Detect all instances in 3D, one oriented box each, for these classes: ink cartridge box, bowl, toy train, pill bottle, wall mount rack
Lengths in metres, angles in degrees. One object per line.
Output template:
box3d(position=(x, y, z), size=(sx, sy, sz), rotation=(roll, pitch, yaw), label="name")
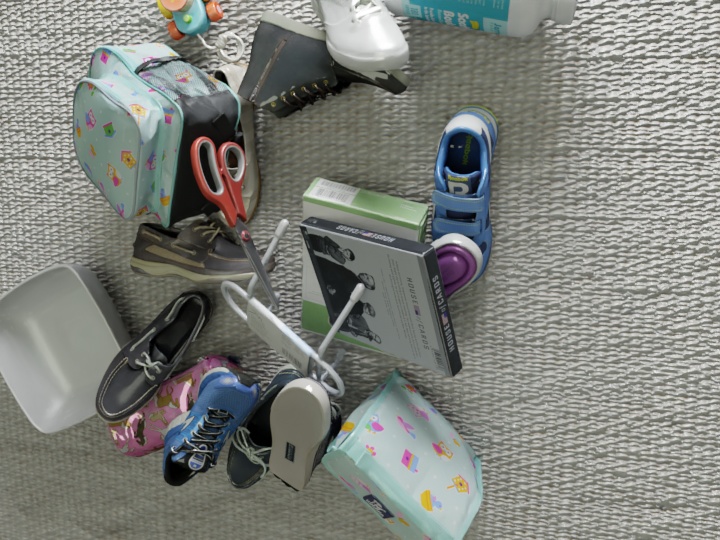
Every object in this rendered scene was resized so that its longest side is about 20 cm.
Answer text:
box3d(position=(0.000, 0.000, 0.967), size=(0.143, 0.048, 0.202), rotation=(15, 129, 14), label="ink cartridge box")
box3d(position=(-0.400, 0.100, 1.093), size=(0.198, 0.075, 0.202), rotation=(-27, 94, 20), label="bowl")
box3d(position=(-0.166, -0.355, 0.923), size=(0.148, 0.056, 0.203), rotation=(23, 101, 14), label="toy train")
box3d(position=(0.128, -0.306, 0.824), size=(0.197, 0.111, 0.113), rotation=(15, 106, 14), label="pill bottle")
box3d(position=(-0.072, 0.046, 0.926), size=(0.199, 0.075, 0.175), rotation=(39, 151, 15), label="wall mount rack")

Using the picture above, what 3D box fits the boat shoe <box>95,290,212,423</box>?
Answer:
box3d(position=(-0.263, 0.105, 1.007), size=(0.072, 0.063, 0.201), rotation=(40, 75, -2), label="boat shoe")

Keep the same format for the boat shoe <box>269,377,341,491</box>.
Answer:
box3d(position=(-0.059, 0.175, 0.961), size=(0.074, 0.093, 0.201), rotation=(30, 137, 11), label="boat shoe")

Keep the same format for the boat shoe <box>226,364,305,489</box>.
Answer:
box3d(position=(-0.126, 0.214, 1.041), size=(0.074, 0.062, 0.201), rotation=(37, 111, 2), label="boat shoe")

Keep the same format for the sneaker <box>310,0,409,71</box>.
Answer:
box3d(position=(-0.009, -0.283, 0.830), size=(0.074, 0.201, 0.089), rotation=(-16, 138, -16), label="sneaker")

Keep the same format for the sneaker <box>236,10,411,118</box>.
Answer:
box3d(position=(-0.043, -0.212, 0.910), size=(0.198, 0.075, 0.108), rotation=(25, 96, 21), label="sneaker")

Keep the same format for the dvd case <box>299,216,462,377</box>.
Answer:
box3d(position=(0.020, 0.025, 0.878), size=(0.198, 0.025, 0.152), rotation=(16, 131, 46), label="dvd case")

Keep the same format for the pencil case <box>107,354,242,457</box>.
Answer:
box3d(position=(-0.244, 0.181, 1.060), size=(0.198, 0.083, 0.088), rotation=(-27, 63, 21), label="pencil case")

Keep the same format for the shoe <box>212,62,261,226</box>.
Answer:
box3d(position=(-0.161, -0.150, 0.976), size=(0.069, 0.053, 0.204), rotation=(6, 103, 15), label="shoe")

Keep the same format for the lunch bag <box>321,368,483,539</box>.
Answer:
box3d(position=(0.050, 0.226, 0.913), size=(0.170, 0.200, 0.122), rotation=(45, 102, 2), label="lunch bag")

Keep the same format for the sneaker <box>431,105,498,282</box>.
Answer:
box3d(position=(0.112, -0.080, 0.895), size=(0.073, 0.082, 0.204), rotation=(4, 105, 14), label="sneaker")

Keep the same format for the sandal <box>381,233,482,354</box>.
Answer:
box3d(position=(0.061, 0.034, 0.903), size=(0.082, 0.050, 0.203), rotation=(33, 130, -2), label="sandal")

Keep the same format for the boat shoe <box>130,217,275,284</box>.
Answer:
box3d(position=(-0.203, -0.027, 1.006), size=(0.196, 0.074, 0.075), rotation=(4, 102, 14), label="boat shoe")

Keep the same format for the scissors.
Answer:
box3d(position=(-0.137, -0.047, 0.869), size=(0.014, 0.073, 0.203), rotation=(-10, 93, 39), label="scissors")

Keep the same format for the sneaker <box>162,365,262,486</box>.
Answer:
box3d(position=(-0.181, 0.195, 0.961), size=(0.078, 0.090, 0.201), rotation=(26, 125, -19), label="sneaker")

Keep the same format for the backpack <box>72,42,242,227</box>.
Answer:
box3d(position=(-0.249, -0.166, 0.929), size=(0.200, 0.152, 0.178), rotation=(47, 138, 33), label="backpack")
